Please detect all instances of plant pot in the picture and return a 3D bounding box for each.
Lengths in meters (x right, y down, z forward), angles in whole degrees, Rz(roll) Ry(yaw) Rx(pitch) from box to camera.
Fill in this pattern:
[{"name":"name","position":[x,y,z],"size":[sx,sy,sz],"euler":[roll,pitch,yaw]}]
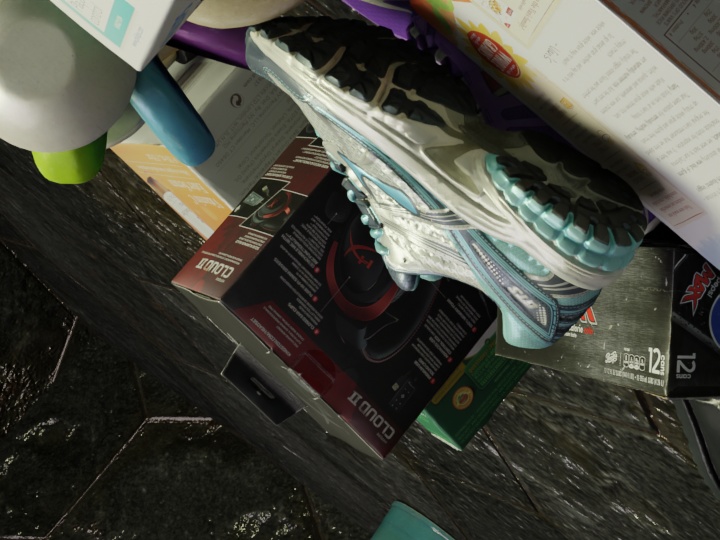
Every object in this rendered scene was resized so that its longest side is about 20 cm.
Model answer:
[{"name":"plant pot","position":[0.071,0.488,2.369],"size":[0.200,0.188,0.200],"euler":[38,167,11]}]

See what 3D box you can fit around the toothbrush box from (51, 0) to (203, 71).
[{"name":"toothbrush box","position":[-0.019,-0.164,0.410],"size":[0.085,0.200,0.146],"euler":[42,166,-7]}]

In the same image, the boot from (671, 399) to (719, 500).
[{"name":"boot","position":[0.238,0.087,0.805],"size":[0.198,0.073,0.162],"euler":[55,166,-26]}]

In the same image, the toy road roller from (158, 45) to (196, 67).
[{"name":"toy road roller","position":[-0.172,-0.181,0.973],"size":[0.146,0.123,0.200],"euler":[52,166,-5]}]

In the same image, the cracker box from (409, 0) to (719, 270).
[{"name":"cracker box","position":[0.121,-0.080,0.616],"size":[0.200,0.058,0.134],"euler":[41,169,-1]}]

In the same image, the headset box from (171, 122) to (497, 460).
[{"name":"headset box","position":[0.000,0.000,0.906],"size":[0.149,0.200,0.075],"euler":[45,166,-27]}]

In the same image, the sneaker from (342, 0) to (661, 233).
[{"name":"sneaker","position":[0.061,-0.085,0.712],"size":[0.200,0.083,0.081],"euler":[39,167,7]}]

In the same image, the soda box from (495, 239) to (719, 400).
[{"name":"soda box","position":[0.134,0.019,0.778],"size":[0.063,0.071,0.200],"euler":[2,-178,-18]}]

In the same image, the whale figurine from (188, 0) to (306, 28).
[{"name":"whale figurine","position":[-0.097,-0.179,0.659],"size":[0.104,0.200,0.159],"euler":[-103,19,-55]}]

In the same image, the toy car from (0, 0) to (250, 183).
[{"name":"toy car","position":[-0.110,-0.139,0.784],"size":[0.150,0.200,0.175],"euler":[8,-177,-2]}]

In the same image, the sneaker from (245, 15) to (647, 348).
[{"name":"sneaker","position":[0.020,-0.038,0.673],"size":[0.200,0.086,0.078],"euler":[37,-149,18]}]

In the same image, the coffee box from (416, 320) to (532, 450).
[{"name":"coffee box","position":[0.041,0.012,1.016],"size":[0.200,0.123,0.044],"euler":[47,168,-33]}]

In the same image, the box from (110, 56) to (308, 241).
[{"name":"box","position":[-0.055,-0.058,1.074],"size":[0.200,0.106,0.152],"euler":[45,166,-21]}]
